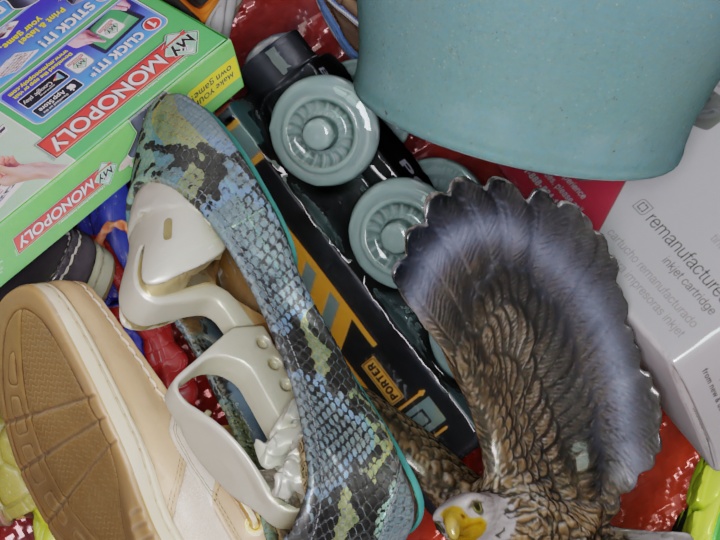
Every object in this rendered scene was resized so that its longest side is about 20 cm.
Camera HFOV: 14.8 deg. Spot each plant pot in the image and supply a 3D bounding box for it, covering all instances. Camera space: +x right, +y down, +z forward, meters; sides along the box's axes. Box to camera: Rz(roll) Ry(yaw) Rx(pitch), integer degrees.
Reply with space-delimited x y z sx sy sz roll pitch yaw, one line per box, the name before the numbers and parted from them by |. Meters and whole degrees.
plant pot | 0.081 -0.141 1.063 0.199 0.200 0.188 12 107 -2

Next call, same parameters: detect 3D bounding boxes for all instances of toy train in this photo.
toy train | 0.000 0.000 1.158 0.114 0.085 0.200 -38 90 18

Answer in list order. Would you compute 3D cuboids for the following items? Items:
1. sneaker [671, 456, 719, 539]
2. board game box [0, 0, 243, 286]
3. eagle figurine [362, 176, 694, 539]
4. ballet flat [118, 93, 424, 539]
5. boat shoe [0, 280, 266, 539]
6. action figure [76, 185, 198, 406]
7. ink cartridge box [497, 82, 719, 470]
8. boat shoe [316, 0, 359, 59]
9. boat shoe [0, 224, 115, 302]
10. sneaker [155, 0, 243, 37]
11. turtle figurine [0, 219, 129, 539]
sneaker | 0.179 0.101 1.168 0.083 0.074 0.200 20 85 3
board game box | -0.163 -0.050 1.091 0.200 0.029 0.134 -41 52 -22
eagle figurine | 0.046 0.076 1.070 0.151 0.151 0.200 -23 80 -16
ballet flat | -0.049 0.021 1.009 0.074 0.074 0.200 -30 67 -4
boat shoe | -0.068 0.089 1.037 0.069 0.074 0.200 -27 91 -39
action figure | -0.105 -0.001 1.169 0.052 0.065 0.201 -12 85 -26
ink cartridge box | 0.179 -0.037 1.140 0.200 0.086 0.148 -36 47 -3
boat shoe | -0.019 -0.175 1.179 0.072 0.072 0.200 -36 88 -5
boat shoe | -0.188 0.004 1.112 0.065 0.200 0.072 53 49 -37
sneaker | -0.052 -0.145 1.120 0.076 0.200 0.092 47 70 -3
turtle figurine | -0.139 0.087 1.109 0.161 0.064 0.201 -18 71 40
